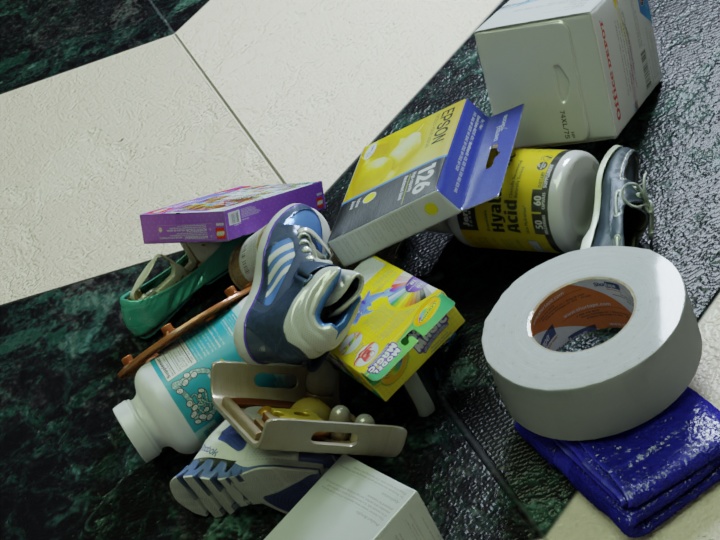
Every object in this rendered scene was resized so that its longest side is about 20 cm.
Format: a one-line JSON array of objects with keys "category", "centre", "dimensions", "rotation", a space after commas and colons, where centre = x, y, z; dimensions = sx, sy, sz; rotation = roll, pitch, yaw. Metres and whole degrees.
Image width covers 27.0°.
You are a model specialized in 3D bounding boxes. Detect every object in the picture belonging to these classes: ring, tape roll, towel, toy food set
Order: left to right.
[{"category": "ring", "centre": [-0.190, 0.063, 1.691], "dimensions": [0.199, 0.019, 0.200], "rotation": [-33, -4, -3]}, {"category": "toy food set", "centre": [-0.055, 0.129, 1.474], "dimensions": [0.142, 0.061, 0.200], "rotation": [6, 9, -22]}, {"category": "tape roll", "centre": [0.216, 0.065, 1.408], "dimensions": [0.198, 0.067, 0.201], "rotation": [-17, 35, 12]}, {"category": "towel", "centre": [0.244, 0.144, 1.379], "dimensions": [0.147, 0.050, 0.200], "rotation": [-35, 36, -8]}]

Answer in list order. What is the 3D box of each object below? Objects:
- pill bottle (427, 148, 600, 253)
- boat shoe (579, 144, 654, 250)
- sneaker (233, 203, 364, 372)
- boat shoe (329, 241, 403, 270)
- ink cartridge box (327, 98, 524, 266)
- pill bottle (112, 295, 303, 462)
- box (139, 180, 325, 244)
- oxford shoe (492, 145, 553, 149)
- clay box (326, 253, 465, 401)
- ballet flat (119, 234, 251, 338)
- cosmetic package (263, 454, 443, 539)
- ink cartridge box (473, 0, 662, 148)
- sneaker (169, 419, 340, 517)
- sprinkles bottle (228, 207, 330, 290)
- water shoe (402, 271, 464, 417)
[{"category": "pill bottle", "centre": [0.161, -0.078, 1.654], "dimensions": [0.198, 0.112, 0.112], "rotation": [4, 46, 38]}, {"category": "boat shoe", "centre": [0.276, -0.054, 1.579], "dimensions": [0.061, 0.075, 0.201], "rotation": [-6, 43, 30]}, {"category": "sneaker", "centre": [-0.040, 0.006, 1.515], "dimensions": [0.145, 0.081, 0.202], "rotation": [-14, 44, 39]}, {"category": "boat shoe", "centre": [0.000, 0.000, 1.658], "dimensions": [0.073, 0.065, 0.200], "rotation": [7, 49, 48]}, {"category": "ink cartridge box", "centre": [0.071, -0.108, 1.620], "dimensions": [0.199, 0.047, 0.198], "rotation": [-26, 24, 29]}, {"category": "pill bottle", "centre": [-0.167, 0.123, 1.627], "dimensions": [0.199, 0.111, 0.111], "rotation": [-34, 36, -7]}, {"category": "box", "centre": [-0.153, -0.071, 1.833], "dimensions": [0.135, 0.040, 0.199], "rotation": [-1, 12, 35]}, {"category": "oxford shoe", "centre": [0.150, -0.128, 1.773], "dimensions": [0.198, 0.072, 0.073], "rotation": [16, 37, 37]}, {"category": "clay box", "centre": [0.023, 0.057, 1.504], "dimensions": [0.115, 0.048, 0.200], "rotation": [-44, 27, -8]}, {"category": "ballet flat", "centre": [-0.216, -0.002, 1.846], "dimensions": [0.200, 0.071, 0.067], "rotation": [-41, 30, -19]}, {"category": "cosmetic package", "centre": [-0.032, 0.278, 1.375], "dimensions": [0.200, 0.082, 0.112], "rotation": [-45, 39, -20]}, {"category": "ink cartridge box", "centre": [0.244, -0.248, 1.730], "dimensions": [0.144, 0.148, 0.200], "rotation": [-4, 23, 29]}, {"category": "sneaker", "centre": [-0.095, 0.183, 1.531], "dimensions": [0.197, 0.081, 0.116], "rotation": [-6, 43, 31]}, {"category": "sprinkles bottle", "centre": [-0.095, -0.021, 1.709], "dimensions": [0.068, 0.068, 0.200], "rotation": [-44, 6, -21]}, {"category": "water shoe", "centre": [0.070, 0.067, 1.573], "dimensions": [0.078, 0.072, 0.201], "rotation": [-18, 38, 6]}]
